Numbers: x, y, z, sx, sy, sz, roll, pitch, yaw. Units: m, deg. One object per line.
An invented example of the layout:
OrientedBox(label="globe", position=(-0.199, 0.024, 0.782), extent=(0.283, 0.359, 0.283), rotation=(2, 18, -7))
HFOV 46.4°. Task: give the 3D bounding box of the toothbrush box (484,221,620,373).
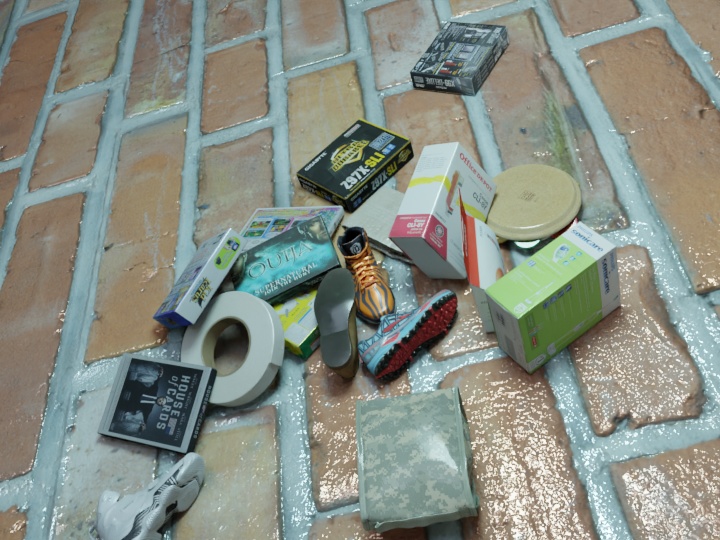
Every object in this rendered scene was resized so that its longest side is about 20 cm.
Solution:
OrientedBox(label="toothbrush box", position=(0.308, 0.044, 1.330), extent=(0.200, 0.146, 0.086), rotation=(-34, 46, -11))

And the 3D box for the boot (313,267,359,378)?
OrientedBox(label="boot", position=(-0.035, 0.091, 1.450), extent=(0.073, 0.076, 0.201), rotation=(-11, 57, 15))

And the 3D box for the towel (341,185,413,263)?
OrientedBox(label="towel", position=(0.076, -0.089, 1.616), extent=(0.200, 0.035, 0.133), rotation=(28, 61, 36))

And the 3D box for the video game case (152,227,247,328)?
OrientedBox(label="video game case", position=(-0.299, 0.019, 1.553), extent=(0.182, 0.045, 0.200), rotation=(-59, 17, -18))

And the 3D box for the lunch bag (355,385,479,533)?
OrientedBox(label="lunch bag", position=(0.081, 0.284, 1.214), extent=(0.163, 0.118, 0.200), rotation=(-10, 42, 10))

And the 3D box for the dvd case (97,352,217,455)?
OrientedBox(label="dvd case", position=(-0.353, 0.228, 1.455), extent=(0.199, 0.025, 0.151), rotation=(5, 71, 28))

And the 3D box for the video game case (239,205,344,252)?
OrientedBox(label="video game case", position=(-0.152, -0.068, 1.663), extent=(0.199, 0.024, 0.182), rotation=(0, 37, 23))

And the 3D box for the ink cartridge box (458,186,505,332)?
OrientedBox(label="ink cartridge box", position=(0.205, -0.021, 1.387), extent=(0.050, 0.200, 0.163), rotation=(-9, 47, 12))

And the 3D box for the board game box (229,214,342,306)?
OrientedBox(label="board game box", position=(-0.142, -0.009, 1.546), extent=(0.199, 0.028, 0.136), rotation=(-26, 51, 4))

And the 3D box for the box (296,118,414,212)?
OrientedBox(label="box", position=(-0.011, -0.223, 1.762), extent=(0.200, 0.049, 0.159), rotation=(-43, 51, -20))

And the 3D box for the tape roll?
OrientedBox(label="tape roll", position=(-0.224, 0.136, 1.465), extent=(0.202, 0.037, 0.204), rotation=(-11, 67, 26))

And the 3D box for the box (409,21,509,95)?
OrientedBox(label="box", position=(0.227, -0.486, 1.912), extent=(0.157, 0.050, 0.200), rotation=(14, 55, 30))

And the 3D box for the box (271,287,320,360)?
OrientedBox(label="box", position=(-0.139, 0.073, 1.539), extent=(0.200, 0.048, 0.117), rotation=(27, 63, 35))

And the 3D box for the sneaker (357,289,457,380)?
OrientedBox(label="sneaker", position=(0.076, 0.090, 1.421), extent=(0.200, 0.079, 0.095), rotation=(-38, 45, -16))

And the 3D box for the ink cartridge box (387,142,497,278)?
OrientedBox(label="ink cartridge box", position=(0.150, -0.106, 1.489), extent=(0.083, 0.145, 0.201), rotation=(0, 60, 43))

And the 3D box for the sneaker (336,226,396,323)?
OrientedBox(label="sneaker", position=(0.000, 0.000, 1.507), extent=(0.077, 0.112, 0.200), rotation=(-25, 45, -2))

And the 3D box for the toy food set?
OrientedBox(label="toy food set", position=(0.310, -0.120, 1.547), extent=(0.197, 0.049, 0.200), rotation=(11, 54, 28))

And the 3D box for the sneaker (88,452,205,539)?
OrientedBox(label="sneaker", position=(-0.340, 0.361, 1.328), extent=(0.115, 0.075, 0.200), rotation=(19, 61, 30))
